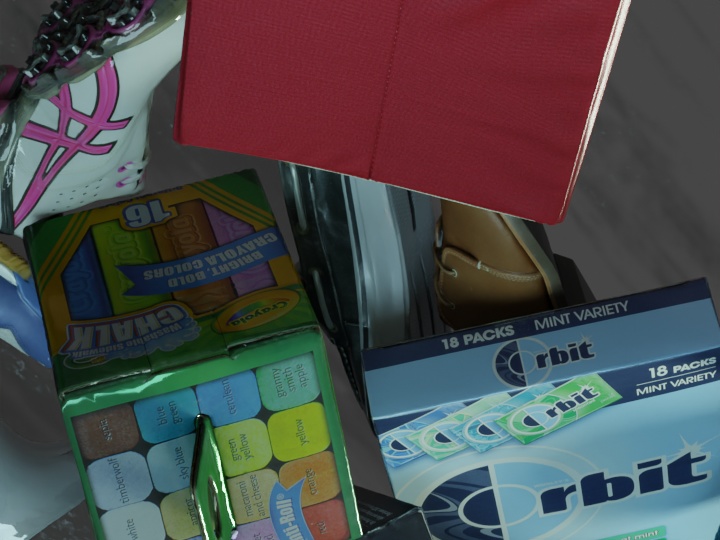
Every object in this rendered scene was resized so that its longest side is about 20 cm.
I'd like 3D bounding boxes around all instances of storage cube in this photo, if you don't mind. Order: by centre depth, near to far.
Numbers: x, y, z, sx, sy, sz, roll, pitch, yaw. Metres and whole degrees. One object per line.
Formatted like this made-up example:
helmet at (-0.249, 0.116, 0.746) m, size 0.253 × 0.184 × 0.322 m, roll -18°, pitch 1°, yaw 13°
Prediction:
storage cube at (0.026, -0.152, 0.873) m, size 0.170 × 0.201 × 0.180 m, roll 12°, pitch 133°, yaw 0°

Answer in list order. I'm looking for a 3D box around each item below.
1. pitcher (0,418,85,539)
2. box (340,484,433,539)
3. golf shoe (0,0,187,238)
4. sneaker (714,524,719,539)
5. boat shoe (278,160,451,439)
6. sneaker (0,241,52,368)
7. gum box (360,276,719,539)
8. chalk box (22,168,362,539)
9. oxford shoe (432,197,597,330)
pitcher at (-0.266, 0.108, 1.143) m, size 0.200 × 0.121 × 0.172 m, roll 37°, pitch 86°, yaw -22°
box at (-0.063, 0.190, 1.078) m, size 0.181 × 0.200 × 0.105 m, roll -23°, pitch 98°, yaw -17°
golf shoe at (-0.127, -0.081, 1.032) m, size 0.092 × 0.073 × 0.200 m, roll 36°, pitch 134°, yaw -24°
sneaker at (0.227, 0.120, 1.057) m, size 0.080 × 0.077 × 0.201 m, roll 28°, pitch 93°, yaw 5°
boat shoe at (0.000, 0.000, 1.076) m, size 0.071 × 0.072 × 0.201 m, roll 7°, pitch 123°, yaw 23°
sneaker at (-0.234, 0.004, 1.082) m, size 0.200 × 0.088 × 0.075 m, roll 34°, pitch 168°, yaw -14°
gum box at (0.099, 0.094, 1.076) m, size 0.169 × 0.045 × 0.200 m, roll -11°, pitch 142°, yaw 2°
chalk box at (-0.076, 0.062, 0.997) m, size 0.123 × 0.200 × 0.125 m, roll -15°, pitch 124°, yaw -7°
oxford shoe at (0.061, -0.007, 1.043) m, size 0.071 × 0.071 × 0.200 m, roll -23°, pitch 120°, yaw 12°
